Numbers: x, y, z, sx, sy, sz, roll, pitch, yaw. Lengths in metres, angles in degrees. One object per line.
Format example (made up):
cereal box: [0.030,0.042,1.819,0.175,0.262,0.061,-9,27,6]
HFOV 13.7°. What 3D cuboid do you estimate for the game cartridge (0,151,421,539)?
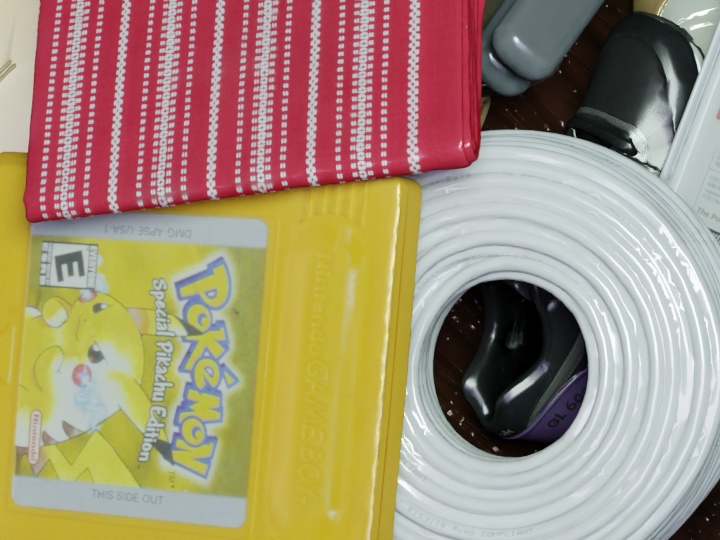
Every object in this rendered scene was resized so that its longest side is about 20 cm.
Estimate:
game cartridge: [-0.075,0.042,1.273,0.199,0.032,0.177,4,88,27]

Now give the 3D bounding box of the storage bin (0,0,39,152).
storage bin: [-0.173,-0.050,1.378,0.200,0.094,0.199,45,91,3]

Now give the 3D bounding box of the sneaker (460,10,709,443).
sneaker: [0.099,-0.017,1.341,0.087,0.076,0.201,3,101,-41]

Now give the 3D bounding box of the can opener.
can opener: [0.123,-0.152,1.345,0.066,0.053,0.200,43,65,-6]

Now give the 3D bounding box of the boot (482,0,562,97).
boot: [-0.002,-0.138,1.338,0.199,0.097,0.075,13,59,3]

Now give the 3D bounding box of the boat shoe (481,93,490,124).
boat shoe: [0.000,0.000,1.373,0.062,0.073,0.201,17,89,18]

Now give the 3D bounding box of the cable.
cable: [0.065,0.039,1.280,0.200,0.069,0.200,-31,81,13]

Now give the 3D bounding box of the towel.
towel: [-0.043,-0.093,1.268,0.199,0.023,0.145,-7,60,15]

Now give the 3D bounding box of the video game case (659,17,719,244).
video game case: [0.233,-0.046,1.350,0.199,0.023,0.183,23,87,-21]

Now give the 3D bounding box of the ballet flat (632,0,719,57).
ballet flat: [0.169,-0.070,1.376,0.068,0.063,0.201,-12,88,1]
